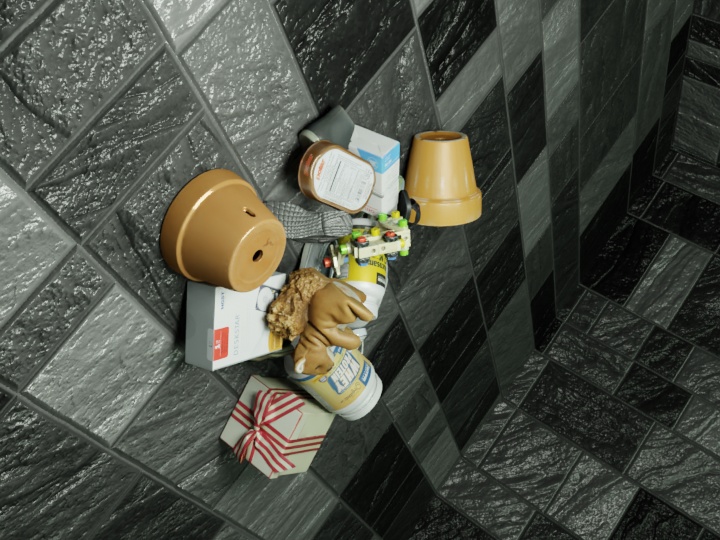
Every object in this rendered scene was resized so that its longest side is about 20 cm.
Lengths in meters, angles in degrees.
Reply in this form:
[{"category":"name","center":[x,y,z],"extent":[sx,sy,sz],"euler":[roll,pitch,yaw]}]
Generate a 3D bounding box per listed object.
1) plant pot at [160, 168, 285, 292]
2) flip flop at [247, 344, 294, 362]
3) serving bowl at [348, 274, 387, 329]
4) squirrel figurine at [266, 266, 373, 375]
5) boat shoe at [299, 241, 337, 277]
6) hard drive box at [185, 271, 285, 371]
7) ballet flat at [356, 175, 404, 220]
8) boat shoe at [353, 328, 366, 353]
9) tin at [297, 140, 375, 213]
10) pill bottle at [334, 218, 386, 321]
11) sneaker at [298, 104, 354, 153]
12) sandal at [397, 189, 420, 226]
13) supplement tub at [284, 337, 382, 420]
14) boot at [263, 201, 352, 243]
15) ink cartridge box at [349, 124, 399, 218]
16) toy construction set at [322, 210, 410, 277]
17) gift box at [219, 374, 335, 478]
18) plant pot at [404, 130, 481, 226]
[{"category":"plant pot","center":[-0.223,-0.054,1.396],"extent":[0.200,0.139,0.202],"euler":[-39,146,-33]},{"category":"flip flop","center":[-0.216,0.160,1.695],"extent":[0.199,0.080,0.058],"euler":[-1,83,-50]},{"category":"serving bowl","center":[0.020,0.048,1.887],"extent":[0.200,0.065,0.203],"euler":[-161,-90,-88]},{"category":"squirrel figurine","center":[-0.095,0.105,1.589],"extent":[0.199,0.142,0.188],"euler":[30,101,-20]},{"category":"boat shoe","center":[-0.089,0.023,1.698],"extent":[0.070,0.071,0.204],"euler":[23,72,-53]},{"category":"hard drive box","center":[-0.234,0.088,1.539],"extent":[0.199,0.076,0.158],"euler":[-13,110,-55]},{"category":"ballet flat","center":[0.032,-0.133,1.835],"extent":[0.202,0.074,0.074],"euler":[-64,153,0]},{"category":"boat shoe","center":[-0.034,0.199,1.919],"extent":[0.074,0.087,0.202],"euler":[-8,164,-31]},{"category":"tin","center":[-0.040,-0.176,1.550],"extent":[0.199,0.042,0.113],"euler":[17,91,-53]},{"category":"pill bottle","center":[0.000,0.000,1.735],"extent":[0.112,0.111,0.203],"euler":[35,55,-63]},{"category":"sneaker","center":[-0.047,-0.222,1.598],"extent":[0.106,0.074,0.201],"euler":[-45,148,-21]},{"category":"sandal","center":[0.102,-0.123,1.768],"extent":[0.201,0.047,0.076],"euler":[103,-19,-76]},{"category":"supplement tub","center":[-0.058,0.224,1.799],"extent":[0.200,0.144,0.145],"euler":[46,74,-29]},{"category":"boot","center":[-0.122,-0.082,1.596],"extent":[0.131,0.197,0.071],"euler":[159,-62,-69]},{"category":"ink cartridge box","center":[0.016,-0.187,1.691],"extent":[0.067,0.115,0.202],"euler":[-47,150,-36]},{"category":"toy construction set","center":[0.018,-0.055,1.628],"extent":[0.198,0.131,0.093],"euler":[-25,118,-13]},{"category":"gift box","center":[-0.174,0.345,1.808],"extent":[0.186,0.199,0.187],"euler":[17,97,-61]},{"category":"plant pot","center":[0.185,-0.222,1.891],"extent":[0.199,0.198,0.186],"euler":[-26,123,-47]}]
